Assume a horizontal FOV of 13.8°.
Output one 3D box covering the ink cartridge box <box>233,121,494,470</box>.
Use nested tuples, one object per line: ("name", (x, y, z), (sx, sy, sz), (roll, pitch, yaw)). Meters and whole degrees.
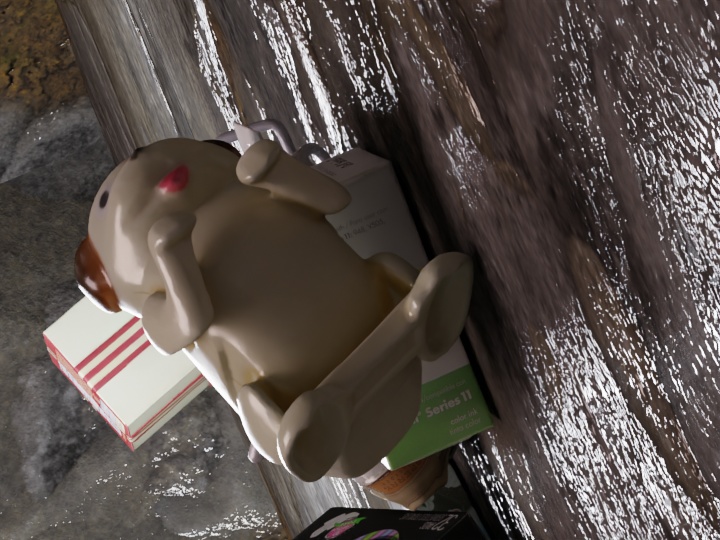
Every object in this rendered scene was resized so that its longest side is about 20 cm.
("ink cartridge box", (0.000, 0.000, 1.656), (0.117, 0.067, 0.200), (-146, 33, -78))

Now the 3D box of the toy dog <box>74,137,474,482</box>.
("toy dog", (-0.053, 0.005, 1.543), (0.200, 0.140, 0.194), (39, 171, 19))

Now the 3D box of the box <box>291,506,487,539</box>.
("box", (0.003, 0.232, 1.775), (0.124, 0.148, 0.200), (56, 158, -12))

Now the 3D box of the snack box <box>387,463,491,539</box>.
("snack box", (0.061, 0.182, 1.924), (0.116, 0.037, 0.200), (76, 169, -51))

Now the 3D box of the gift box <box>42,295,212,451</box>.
("gift box", (-0.252, 0.100, 3.609), (0.200, 0.187, 0.185), (47, 170, 5))

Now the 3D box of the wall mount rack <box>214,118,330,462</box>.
("wall mount rack", (-0.052, 0.008, 1.780), (0.174, 0.074, 0.200), (67, -160, -12))

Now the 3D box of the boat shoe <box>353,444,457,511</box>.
("boat shoe", (0.019, 0.106, 1.826), (0.068, 0.075, 0.200), (47, -171, -2))
